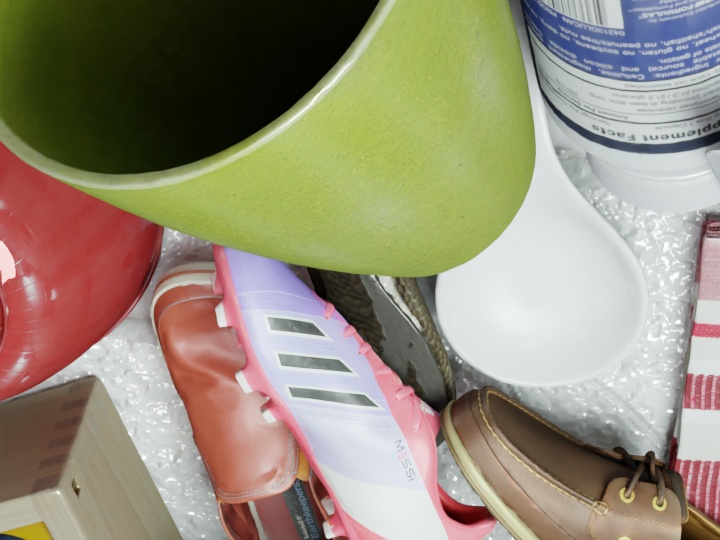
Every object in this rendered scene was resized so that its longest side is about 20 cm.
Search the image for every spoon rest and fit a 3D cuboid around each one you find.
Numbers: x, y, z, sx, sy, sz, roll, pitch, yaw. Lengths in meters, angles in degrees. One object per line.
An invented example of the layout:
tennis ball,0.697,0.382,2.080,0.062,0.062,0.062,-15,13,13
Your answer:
spoon rest,0.076,-0.029,1.026,0.099,0.061,0.200,-6,118,10

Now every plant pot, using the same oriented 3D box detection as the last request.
plant pot,-0.017,-0.078,0.853,0.187,0.187,0.200,-24,149,18

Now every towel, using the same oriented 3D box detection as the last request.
towel,0.224,0.066,1.089,0.144,0.023,0.200,4,122,2

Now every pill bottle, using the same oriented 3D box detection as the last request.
pill bottle,0.119,-0.110,0.906,0.111,0.111,0.200,-6,148,9

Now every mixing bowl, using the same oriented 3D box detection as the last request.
mixing bowl,-0.198,-0.009,1.040,0.200,0.108,0.201,3,121,5

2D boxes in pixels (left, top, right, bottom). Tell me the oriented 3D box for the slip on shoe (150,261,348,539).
slip on shoe,-0.049,0.085,1.105,0.074,0.061,0.200,-12,117,15

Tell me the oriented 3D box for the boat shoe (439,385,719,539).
boat shoe,0.124,0.113,1.079,0.200,0.072,0.068,39,115,-19

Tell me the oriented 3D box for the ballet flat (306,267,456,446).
ballet flat,0.000,0.000,1.063,0.067,0.046,0.200,-6,124,32

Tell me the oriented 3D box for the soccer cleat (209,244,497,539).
soccer cleat,-0.005,0.060,1.052,0.076,0.067,0.200,-25,112,4

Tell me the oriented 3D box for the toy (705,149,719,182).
toy,0.208,-0.047,0.925,0.115,0.200,0.047,0,80,14

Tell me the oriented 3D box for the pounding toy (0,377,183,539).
pounding toy,-0.195,0.189,1.133,0.200,0.142,0.184,-17,116,15
